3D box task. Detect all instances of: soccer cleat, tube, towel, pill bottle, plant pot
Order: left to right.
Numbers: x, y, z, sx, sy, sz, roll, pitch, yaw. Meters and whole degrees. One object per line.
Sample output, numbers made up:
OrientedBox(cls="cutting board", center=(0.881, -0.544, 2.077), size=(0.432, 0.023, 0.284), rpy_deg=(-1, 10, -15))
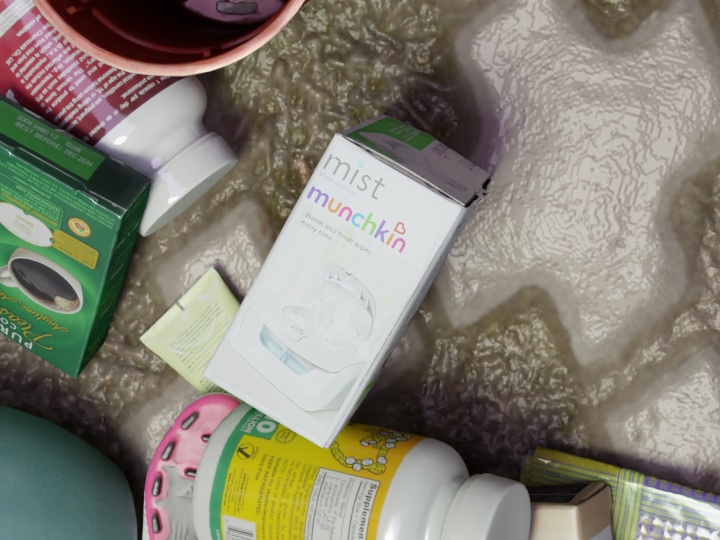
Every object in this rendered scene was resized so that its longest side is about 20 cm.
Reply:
OrientedBox(cls="plant pot", center=(-0.235, 0.187, 1.209), size=(0.135, 0.200, 0.200), rpy_deg=(1, 100, -27))
OrientedBox(cls="pill bottle", center=(-0.179, -0.126, 1.177), size=(0.113, 0.113, 0.200), rpy_deg=(-40, 90, 12))
OrientedBox(cls="soccer cleat", center=(-0.124, 0.178, 1.227), size=(0.070, 0.086, 0.200), rpy_deg=(14, 95, -4))
OrientedBox(cls="plant pot", center=(-0.100, -0.229, 1.108), size=(0.201, 0.195, 0.201), rpy_deg=(1, 99, 8))
OrientedBox(cls="tube", center=(-0.063, 0.094, 1.227), size=(0.200, 0.052, 0.058), rpy_deg=(46, 61, 4))
OrientedBox(cls="pill bottle", center=(0.002, 0.156, 1.118), size=(0.200, 0.113, 0.113), rpy_deg=(11, 100, 26))
OrientedBox(cls="towel", center=(0.193, 0.209, 1.191), size=(0.200, 0.023, 0.144), rpy_deg=(11, 99, 21))

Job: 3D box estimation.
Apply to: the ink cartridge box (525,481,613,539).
OrientedBox(cls="ink cartridge box", center=(0.094, 0.252, 1.184), size=(0.165, 0.075, 0.200), rpy_deg=(-7, 92, 25))

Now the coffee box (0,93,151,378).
OrientedBox(cls="coffee box", center=(-0.219, -0.020, 1.178), size=(0.123, 0.044, 0.200), rpy_deg=(29, 141, 5))

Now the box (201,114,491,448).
OrientedBox(cls="box", center=(0.000, 0.000, 1.123), size=(0.097, 0.200, 0.177), rpy_deg=(29, 102, 4))
